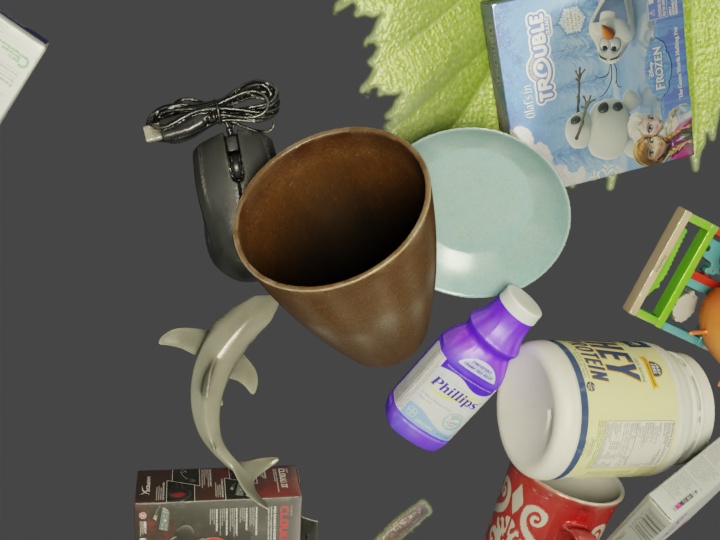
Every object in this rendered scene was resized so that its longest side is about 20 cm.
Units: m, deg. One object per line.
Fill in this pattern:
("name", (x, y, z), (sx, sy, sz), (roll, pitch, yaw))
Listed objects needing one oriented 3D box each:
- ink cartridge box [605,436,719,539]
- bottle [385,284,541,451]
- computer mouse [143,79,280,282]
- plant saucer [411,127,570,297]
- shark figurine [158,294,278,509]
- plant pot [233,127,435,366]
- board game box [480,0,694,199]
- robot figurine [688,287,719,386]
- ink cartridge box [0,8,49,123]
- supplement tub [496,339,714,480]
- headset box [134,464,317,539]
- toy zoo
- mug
("ink cartridge box", (0.358, 0.245, 1.114), (0.199, 0.043, 0.197), (-28, 154, -24))
("bottle", (0.112, 0.102, 1.086), (0.083, 0.066, 0.200), (33, 113, -19))
("computer mouse", (-0.126, -0.076, 1.013), (0.137, 0.053, 0.202), (-15, 110, -6))
("plant saucer", (0.115, -0.064, 1.044), (0.198, 0.039, 0.203), (6, 126, 8))
("shark figurine", (-0.146, 0.136, 1.051), (0.126, 0.090, 0.218), (0, 98, -7))
("plant pot", (0.000, 0.000, 0.986), (0.185, 0.188, 0.201), (-26, 139, -1))
("board game box", (0.236, -0.195, 1.044), (0.196, 0.043, 0.202), (-14, 110, -4))
("robot figurine", (0.453, 0.042, 1.098), (0.199, 0.117, 0.144), (-35, 155, 2))
("ink cartridge box", (-0.422, -0.183, 0.932), (0.199, 0.041, 0.201), (35, 99, -18))
("supplement tub", (0.263, 0.149, 1.097), (0.198, 0.145, 0.147), (2, 108, -22))
("headset box", (-0.146, 0.298, 1.118), (0.197, 0.075, 0.151), (0, 107, -10))
("toy zoo", (0.411, 0.026, 1.159), (0.198, 0.020, 0.132), (23, 102, -17))
("mug", (0.194, 0.315, 1.140), (0.132, 0.177, 0.202), (23, 109, 12))
